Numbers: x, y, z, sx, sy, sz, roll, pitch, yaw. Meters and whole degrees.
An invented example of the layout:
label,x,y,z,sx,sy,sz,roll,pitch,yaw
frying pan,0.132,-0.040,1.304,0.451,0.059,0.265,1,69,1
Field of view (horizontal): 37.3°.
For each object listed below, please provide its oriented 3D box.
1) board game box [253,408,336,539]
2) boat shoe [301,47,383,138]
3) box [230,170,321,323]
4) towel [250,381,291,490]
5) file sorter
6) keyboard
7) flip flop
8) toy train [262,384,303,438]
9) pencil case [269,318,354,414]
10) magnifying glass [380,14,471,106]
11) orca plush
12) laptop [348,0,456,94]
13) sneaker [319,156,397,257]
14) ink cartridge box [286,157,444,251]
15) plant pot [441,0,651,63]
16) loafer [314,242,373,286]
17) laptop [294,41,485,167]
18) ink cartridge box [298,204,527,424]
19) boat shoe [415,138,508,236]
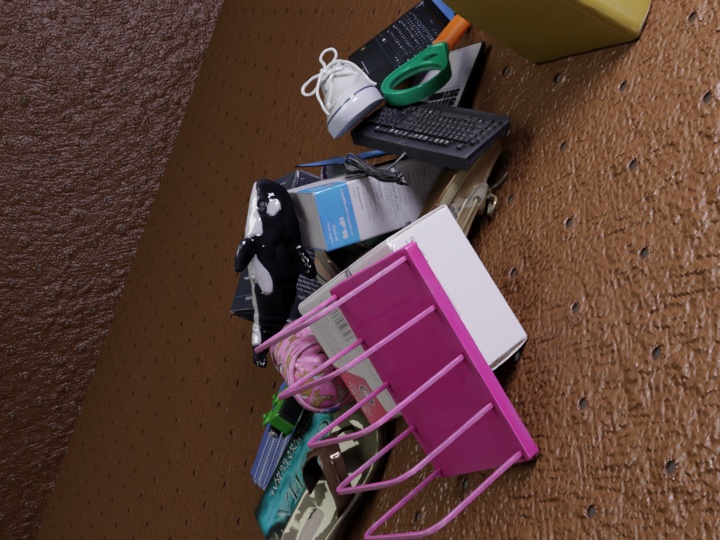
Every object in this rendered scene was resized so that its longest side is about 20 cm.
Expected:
label,x,y,z,sx,sy,sz,roll,pitch,yaw
board game box,-0.058,0.236,1.253,0.202,0.028,0.135,-65,25,7
boat shoe,-0.023,-0.208,1.209,0.074,0.086,0.202,-38,7,10
box,-0.092,-0.022,1.488,0.148,0.103,0.203,-6,67,68
towel,-0.086,0.226,1.388,0.199,0.024,0.147,7,78,68
file sorter,0.021,0.109,0.892,0.125,0.202,0.139,-32,2,-33
keyboard,0.052,-0.132,1.098,0.127,0.021,0.199,-45,34,-17
flip flop,-0.036,0.224,1.142,0.081,0.057,0.202,27,88,42
toy train,-0.066,0.119,1.322,0.056,0.041,0.202,-46,15,51
pencil case,-0.050,0.101,1.180,0.082,0.087,0.200,-30,9,-8
magnifying glass,0.084,-0.242,1.216,0.079,0.023,0.201,-5,35,33
orca plush,-0.086,0.006,1.162,0.070,0.105,0.204,7,87,26
laptop,0.053,-0.342,1.372,0.199,0.104,0.178,-35,29,8
sneaker,0.009,-0.095,1.357,0.088,0.074,0.201,-49,39,25
ink cartridge box,0.027,-0.083,1.189,0.116,0.197,0.068,-169,62,-70
plant pot,0.152,-0.328,0.980,0.194,0.197,0.199,9,82,69
loafer,0.000,0.000,1.212,0.199,0.071,0.064,24,138,55
laptop,0.031,-0.193,1.273,0.203,0.115,0.187,-68,19,-3
ink cartridge box,0.044,0.049,1.004,0.082,0.148,0.200,-31,-2,-33
boat shoe,0.096,-0.052,1.098,0.202,0.062,0.073,-61,9,10
